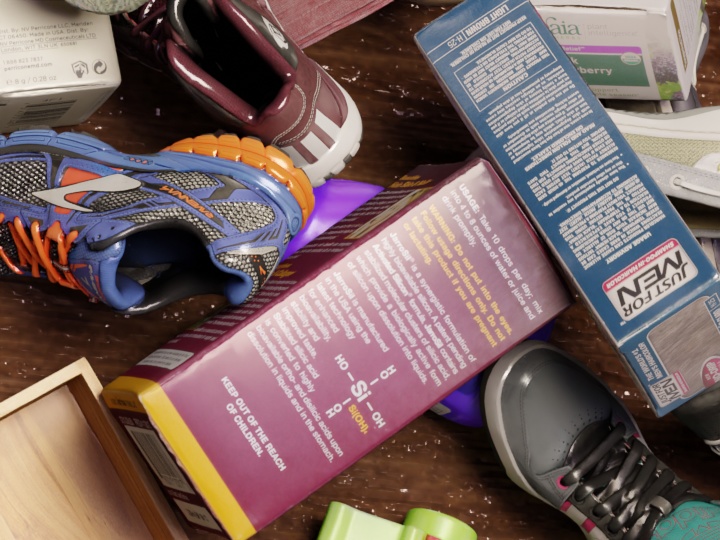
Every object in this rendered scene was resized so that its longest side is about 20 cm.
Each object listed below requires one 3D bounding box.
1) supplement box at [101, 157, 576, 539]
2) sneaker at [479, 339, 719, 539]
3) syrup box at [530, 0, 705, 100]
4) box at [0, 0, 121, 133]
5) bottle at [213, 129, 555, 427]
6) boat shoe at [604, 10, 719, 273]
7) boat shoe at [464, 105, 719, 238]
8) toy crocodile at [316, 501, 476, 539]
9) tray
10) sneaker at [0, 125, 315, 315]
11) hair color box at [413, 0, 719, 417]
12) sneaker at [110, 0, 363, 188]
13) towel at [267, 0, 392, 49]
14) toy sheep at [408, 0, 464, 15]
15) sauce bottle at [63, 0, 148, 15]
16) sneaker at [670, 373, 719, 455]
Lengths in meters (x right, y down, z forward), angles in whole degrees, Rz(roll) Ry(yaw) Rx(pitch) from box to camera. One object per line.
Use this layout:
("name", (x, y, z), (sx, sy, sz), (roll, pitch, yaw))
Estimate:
("supplement box", (-0.012, 0.036, 1.359), (0.200, 0.110, 0.086), (-35, 98, -12))
("sneaker", (0.146, 0.121, 1.424), (0.084, 0.121, 0.200), (-46, 116, -17))
("syrup box", (0.144, -0.191, 1.516), (0.078, 0.082, 0.201), (3, 59, 18))
("box", (-0.176, -0.173, 1.418), (0.068, 0.082, 0.201), (-7, 82, -23))
("bottle", (0.000, 0.000, 1.455), (0.200, 0.065, 0.084), (31, 72, -12))
("boat shoe", (0.182, -0.053, 1.538), (0.063, 0.073, 0.201), (-8, 76, -22))
("boat shoe", (0.141, -0.039, 1.461), (0.074, 0.201, 0.065), (47, 46, -53))
("toy crocodile", (0.066, 0.172, 1.442), (0.200, 0.062, 0.068), (30, 68, -13))
("tray", (-0.129, 0.154, 1.383), (0.098, 0.037, 0.200), (-29, 89, -25))
("sneaker", (-0.124, -0.019, 1.357), (0.199, 0.075, 0.079), (-4, 43, 19))
("hair color box", (0.108, -0.037, 1.377), (0.060, 0.100, 0.200), (-33, 61, 3))
("sneaker", (-0.084, -0.129, 1.387), (0.200, 0.116, 0.076), (41, 89, 24))
("towel", (-0.049, -0.210, 1.447), (0.023, 0.144, 0.201), (-8, 80, -46))
("toy sheep", (0.023, -0.220, 1.482), (0.137, 0.138, 0.201), (-1, 57, -22))
("sauce bottle", (-0.110, -0.209, 1.384), (0.065, 0.065, 0.200), (25, 45, -15))
("sneaker", (0.217, 0.091, 1.461), (0.200, 0.075, 0.116), (4, 65, -65))
